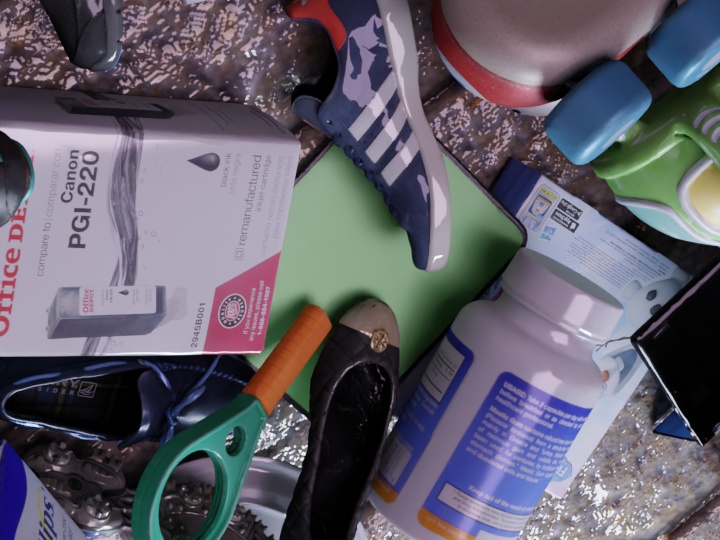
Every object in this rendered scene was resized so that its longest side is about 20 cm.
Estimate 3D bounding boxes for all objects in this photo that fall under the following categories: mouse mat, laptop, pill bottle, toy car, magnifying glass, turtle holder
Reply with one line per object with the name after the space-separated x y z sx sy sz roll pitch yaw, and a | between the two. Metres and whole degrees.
0.000 0.000 1.145 0.200 0.008 0.161 -46 113 2 | mouse mat
0.281 0.029 1.285 0.187 0.116 0.200 -42 126 -6 | laptop
0.095 0.091 1.154 0.112 0.112 0.201 23 102 -36 | pill bottle
0.107 -0.146 1.066 0.177 0.184 0.200 -37 170 -24 | toy car
-0.078 0.102 1.085 0.200 0.022 0.080 -56 139 -30 | magnifying glass
0.243 -0.087 1.151 0.141 0.185 0.132 -44 100 -25 | turtle holder

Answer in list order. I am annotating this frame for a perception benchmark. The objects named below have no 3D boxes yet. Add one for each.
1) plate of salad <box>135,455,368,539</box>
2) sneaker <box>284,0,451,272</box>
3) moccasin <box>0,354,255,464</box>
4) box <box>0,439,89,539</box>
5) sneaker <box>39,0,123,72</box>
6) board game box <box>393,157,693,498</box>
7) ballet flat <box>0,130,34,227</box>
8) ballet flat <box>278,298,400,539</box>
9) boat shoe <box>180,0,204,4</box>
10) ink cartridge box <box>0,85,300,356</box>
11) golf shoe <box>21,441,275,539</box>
-0.091 0.212 1.194 0.199 0.048 0.201 -2 114 -6 | plate of salad
0.002 -0.089 1.082 0.084 0.075 0.201 -15 103 -4 | sneaker
-0.150 0.089 1.083 0.199 0.068 0.081 2 111 -27 | moccasin
-0.246 0.230 1.039 0.183 0.105 0.200 -22 127 11 | box
-0.190 -0.196 0.927 0.082 0.073 0.201 -26 114 -13 | sneaker
0.130 0.047 1.249 0.200 0.043 0.199 30 96 -37 | board game box
-0.259 -0.016 0.928 0.200 0.068 0.068 -40 164 34 | ballet flat
-0.005 0.116 1.121 0.066 0.057 0.201 20 77 -29 | ballet flat
-0.090 -0.250 0.952 0.071 0.072 0.201 -15 119 -18 | boat shoe
-0.150 -0.028 1.019 0.199 0.085 0.146 2 110 -29 | ink cartridge box
-0.143 0.185 1.123 0.199 0.078 0.097 25 126 -11 | golf shoe
